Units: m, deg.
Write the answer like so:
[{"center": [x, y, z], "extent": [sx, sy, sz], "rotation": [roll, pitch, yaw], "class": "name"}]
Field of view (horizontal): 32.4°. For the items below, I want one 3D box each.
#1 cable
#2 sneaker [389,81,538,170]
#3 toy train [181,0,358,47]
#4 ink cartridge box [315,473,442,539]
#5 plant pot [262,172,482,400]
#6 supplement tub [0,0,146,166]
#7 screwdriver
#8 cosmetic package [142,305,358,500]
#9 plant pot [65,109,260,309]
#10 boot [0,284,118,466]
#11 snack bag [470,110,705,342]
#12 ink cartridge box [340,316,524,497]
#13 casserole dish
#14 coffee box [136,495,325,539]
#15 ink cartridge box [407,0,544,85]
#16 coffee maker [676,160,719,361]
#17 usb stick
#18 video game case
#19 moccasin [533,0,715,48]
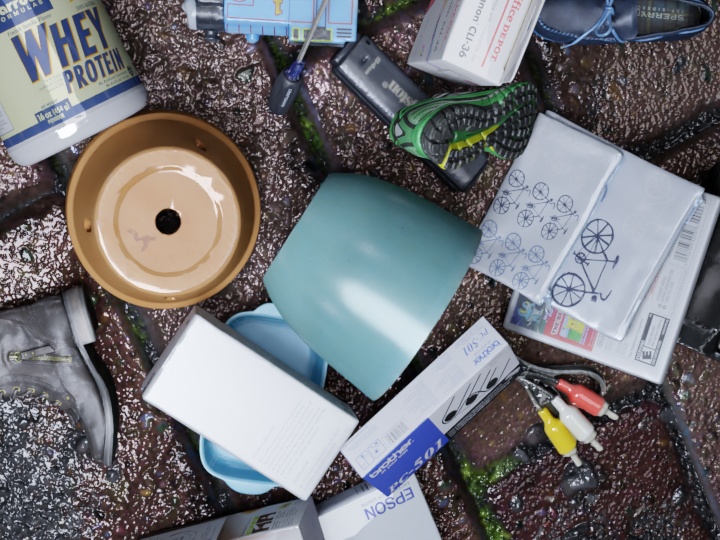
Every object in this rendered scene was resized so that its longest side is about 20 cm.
[{"center": [0.195, 0.120, 1.349], "extent": [0.199, 0.050, 0.098], "rotation": [38, 92, -14], "class": "cable"}, {"center": [0.110, -0.157, 1.256], "extent": [0.199, 0.085, 0.079], "rotation": [-13, 119, -45], "class": "sneaker"}, {"center": [-0.088, -0.280, 1.214], "extent": [0.197, 0.087, 0.116], "rotation": [2, 102, -3], "class": "toy train"}, {"center": [0.004, 0.340, 1.349], "extent": [0.194, 0.043, 0.202], "rotation": [-25, 100, -7], "class": "ink cartridge box"}, {"center": [0.000, 0.000, 1.228], "extent": [0.160, 0.201, 0.202], "rotation": [33, 91, -3], "class": "plant pot"}, {"center": [-0.303, -0.216, 1.157], "extent": [0.144, 0.145, 0.202], "rotation": [-27, 102, -6], "class": "supplement tub"}, {"center": [-0.052, -0.209, 1.193], "extent": [0.029, 0.200, 0.028], "rotation": [36, 57, -5], "class": "screwdriver"}, {"center": [-0.111, 0.132, 1.244], "extent": [0.199, 0.074, 0.102], "rotation": [36, 90, -11], "class": "cosmetic package"}, {"center": [-0.188, -0.054, 1.206], "extent": [0.197, 0.140, 0.203], "rotation": [-2, 98, -12], "class": "plant pot"}, {"center": [-0.339, 0.115, 1.243], "extent": [0.172, 0.069, 0.203], "rotation": [-14, 93, -6], "class": "boot"}, {"center": [0.230, -0.045, 1.295], "extent": [0.199, 0.021, 0.190], "rotation": [30, 93, 22], "class": "snack bag"}, {"center": [0.076, 0.143, 1.283], "extent": [0.200, 0.094, 0.044], "rotation": [-42, 62, -1], "class": "ink cartridge box"}, {"center": [-0.103, 0.131, 1.300], "extent": [0.119, 0.039, 0.203], "rotation": [9, 97, -12], "class": "casserole dish"}, {"center": [-0.133, 0.316, 1.269], "extent": [0.197, 0.080, 0.116], "rotation": [-14, 101, 11], "class": "coffee box"}, {"center": [0.114, -0.245, 1.206], "extent": [0.067, 0.200, 0.118], "rotation": [20, 94, -13], "class": "ink cartridge box"}, {"center": [0.382, -0.012, 1.325], "extent": [0.190, 0.135, 0.202], "rotation": [21, 93, -12], "class": "coffee maker"}, {"center": [0.052, -0.163, 1.291], "extent": [0.200, 0.033, 0.056], "rotation": [43, 85, -13], "class": "usb stick"}, {"center": [0.263, -0.006, 1.308], "extent": [0.180, 0.023, 0.203], "rotation": [19, 94, 23], "class": "video game case"}, {"center": [0.276, -0.278, 1.300], "extent": [0.197, 0.068, 0.082], "rotation": [-6, 99, -10], "class": "moccasin"}]
